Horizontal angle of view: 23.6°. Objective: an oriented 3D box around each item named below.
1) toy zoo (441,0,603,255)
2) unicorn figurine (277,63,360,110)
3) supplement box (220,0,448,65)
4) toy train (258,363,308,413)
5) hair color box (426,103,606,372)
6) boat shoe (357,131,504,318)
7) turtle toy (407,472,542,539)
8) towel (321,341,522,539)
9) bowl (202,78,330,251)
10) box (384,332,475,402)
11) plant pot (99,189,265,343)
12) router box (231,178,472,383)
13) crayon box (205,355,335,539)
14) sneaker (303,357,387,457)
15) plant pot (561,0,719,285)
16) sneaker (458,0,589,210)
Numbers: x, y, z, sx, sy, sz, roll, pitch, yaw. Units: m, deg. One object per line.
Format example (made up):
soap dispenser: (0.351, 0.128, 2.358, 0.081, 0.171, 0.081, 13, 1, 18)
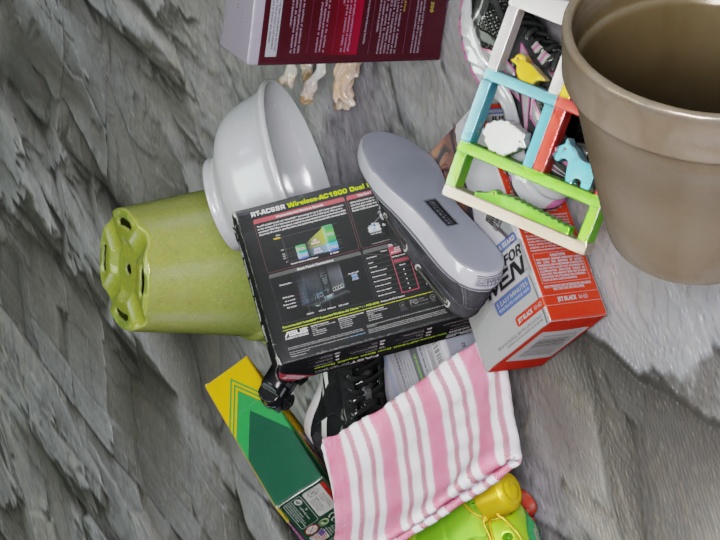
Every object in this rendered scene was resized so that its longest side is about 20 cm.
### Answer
toy zoo: (0.154, -0.129, 1.340, 0.131, 0.020, 0.201, 25, 104, 22)
unicorn figurine: (-0.052, -0.244, 1.724, 0.200, 0.074, 0.138, 27, 118, 37)
supplement box: (-0.018, -0.243, 1.527, 0.061, 0.199, 0.109, 41, 128, 51)
toy train: (-0.039, 0.042, 1.630, 0.034, 0.046, 0.200, 27, 82, 26)
hair color box: (0.125, -0.028, 1.457, 0.111, 0.064, 0.201, -47, 54, 53)
boat shoe: (0.052, -0.037, 1.460, 0.200, 0.070, 0.066, 50, 136, 34)
turtle toy: (0.099, 0.225, 1.502, 0.146, 0.101, 0.201, -26, 68, 34)
towel: (0.050, 0.156, 1.486, 0.200, 0.030, 0.147, -36, 37, 22)
bowl: (-0.094, -0.078, 1.683, 0.201, 0.090, 0.202, -18, -90, -77)
box: (0.040, 0.079, 1.639, 0.200, 0.041, 0.156, -45, 56, 51)
plant pot: (-0.171, -0.008, 1.839, 0.200, 0.184, 0.201, 14, 107, 57)
router box: (0.000, 0.000, 1.529, 0.062, 0.199, 0.150, 94, 160, -70)
crayon box: (-0.059, 0.203, 1.704, 0.173, 0.058, 0.200, 56, 179, 40)
sneaker: (0.009, 0.116, 1.600, 0.112, 0.073, 0.200, 50, 144, 39)
plant pot: (0.230, -0.091, 1.169, 0.200, 0.199, 0.174, 51, 152, 43)
sneaker: (0.151, -0.156, 1.397, 0.086, 0.080, 0.201, -28, 79, 45)
